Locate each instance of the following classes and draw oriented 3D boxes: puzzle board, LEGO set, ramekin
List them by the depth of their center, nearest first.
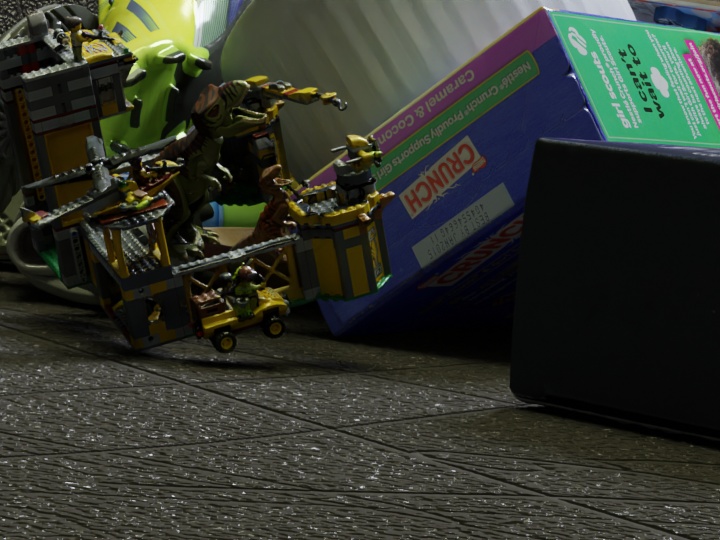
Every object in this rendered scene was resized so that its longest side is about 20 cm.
[{"bbox_3d":[-0.076,-0.056,1.243,0.153,0.116,0.200,-13,23,-8],"label":"LEGO set"},{"bbox_3d":[0.041,-0.103,1.426,0.200,0.098,0.201,-26,-18,-9],"label":"ramekin"},{"bbox_3d":[0.210,-0.140,1.770,0.150,0.017,0.200,9,-5,19],"label":"puzzle board"}]

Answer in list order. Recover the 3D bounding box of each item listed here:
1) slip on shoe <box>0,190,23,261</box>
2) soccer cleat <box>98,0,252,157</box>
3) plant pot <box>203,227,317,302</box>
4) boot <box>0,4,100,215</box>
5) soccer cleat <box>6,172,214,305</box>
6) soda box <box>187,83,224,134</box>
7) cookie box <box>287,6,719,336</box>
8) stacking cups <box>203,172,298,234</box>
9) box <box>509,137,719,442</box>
[{"bbox_3d":[-0.203,-0.037,1.560,0.199,0.074,0.061,9,-7,7],"label":"slip on shoe"},{"bbox_3d":[-0.105,-0.109,1.453,0.083,0.065,0.200,19,31,17],"label":"soccer cleat"},{"bbox_3d":[0.000,0.000,1.555,0.199,0.028,0.200,4,5,0],"label":"plant pot"},{"bbox_3d":[-0.245,-0.070,1.479,0.199,0.073,0.182,0,37,41],"label":"boot"},{"bbox_3d":[-0.138,-0.023,1.416,0.086,0.070,0.200,-3,6,-22],"label":"soccer cleat"},{"bbox_3d":[-0.136,-0.086,1.605,0.068,0.064,0.200,-2,1,-36],"label":"soda box"},{"bbox_3d":[0.087,-0.043,1.369,0.171,0.075,0.200,-35,-17,29],"label":"cookie box"},{"bbox_3d":[-0.107,-0.035,1.652,0.199,0.061,0.060,3,5,-25],"label":"stacking cups"},{"bbox_3d":[0.179,0.009,1.139,0.200,0.105,0.148,1,6,-45],"label":"box"}]
